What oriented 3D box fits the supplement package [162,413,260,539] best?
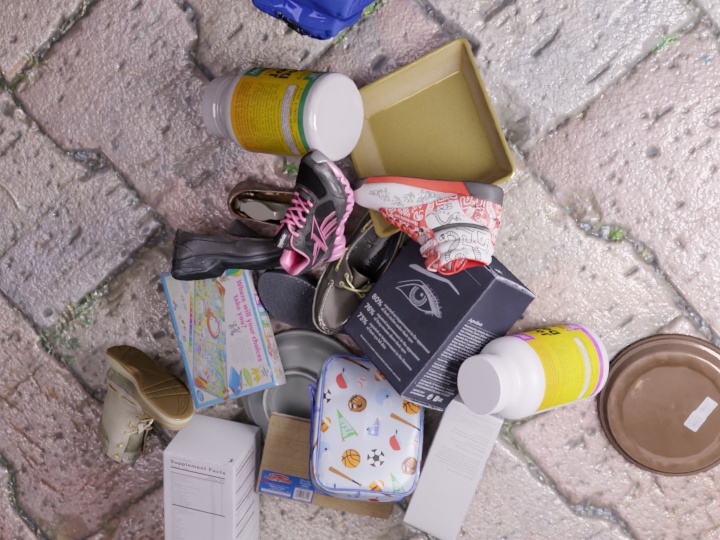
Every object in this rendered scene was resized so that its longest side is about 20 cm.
[{"bbox_3d":[-0.214,0.327,1.705,0.113,0.110,0.201,10,116,13],"label":"supplement package"}]

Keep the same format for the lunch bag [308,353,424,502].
[{"bbox_3d":[0.005,0.209,1.592,0.160,0.076,0.201,6,73,-4],"label":"lunch bag"}]

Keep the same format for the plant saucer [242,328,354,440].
[{"bbox_3d":[-0.083,0.185,1.675,0.199,0.050,0.201,4,105,14],"label":"plant saucer"}]

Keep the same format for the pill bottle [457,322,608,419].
[{"bbox_3d":[0.217,0.129,1.484,0.104,0.200,0.105,9,103,47],"label":"pill bottle"}]

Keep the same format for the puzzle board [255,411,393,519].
[{"bbox_3d":[-0.041,0.278,1.672,0.199,0.017,0.151,12,123,-2],"label":"puzzle board"}]

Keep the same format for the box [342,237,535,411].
[{"bbox_3d":[0.099,0.053,1.509,0.200,0.104,0.148,-51,51,12],"label":"box"}]

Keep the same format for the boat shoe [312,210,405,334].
[{"bbox_3d":[-0.003,-0.001,1.567,0.072,0.060,0.202,29,95,-11],"label":"boat shoe"}]

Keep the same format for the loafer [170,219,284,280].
[{"bbox_3d":[-0.165,-0.035,1.596,0.199,0.073,0.073,-8,81,7],"label":"loafer"}]

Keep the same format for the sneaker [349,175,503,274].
[{"bbox_3d":[0.072,-0.054,1.431,0.201,0.067,0.108,5,81,23],"label":"sneaker"}]

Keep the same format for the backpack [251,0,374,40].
[{"bbox_3d":[-0.073,-0.393,1.453,0.200,0.163,0.168,30,114,5],"label":"backpack"}]

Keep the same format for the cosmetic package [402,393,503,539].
[{"bbox_3d":[0.134,0.254,1.600,0.081,0.113,0.201,21,111,10],"label":"cosmetic package"}]

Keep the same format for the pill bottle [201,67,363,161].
[{"bbox_3d":[-0.106,-0.206,1.522,0.200,0.113,0.113,10,109,35],"label":"pill bottle"}]

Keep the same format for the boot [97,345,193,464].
[{"bbox_3d":[-0.317,0.218,1.709,0.200,0.072,0.155,33,118,41],"label":"boot"}]

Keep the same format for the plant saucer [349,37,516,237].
[{"bbox_3d":[0.086,-0.166,1.504,0.200,0.048,0.201,-24,74,21],"label":"plant saucer"}]

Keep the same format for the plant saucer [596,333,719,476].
[{"bbox_3d":[0.412,0.182,1.545,0.199,0.029,0.201,4,105,14],"label":"plant saucer"}]

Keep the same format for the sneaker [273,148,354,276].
[{"bbox_3d":[-0.067,-0.064,1.472,0.079,0.095,0.200,43,151,28],"label":"sneaker"}]

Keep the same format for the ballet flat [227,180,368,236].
[{"bbox_3d":[-0.090,-0.078,1.595,0.199,0.067,0.068,7,107,14],"label":"ballet flat"}]

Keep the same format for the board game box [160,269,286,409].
[{"bbox_3d":[-0.195,0.082,1.659,0.134,0.034,0.201,-18,84,20],"label":"board game box"}]

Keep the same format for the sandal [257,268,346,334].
[{"bbox_3d":[-0.049,0.049,1.638,0.200,0.043,0.076,19,117,0],"label":"sandal"}]
